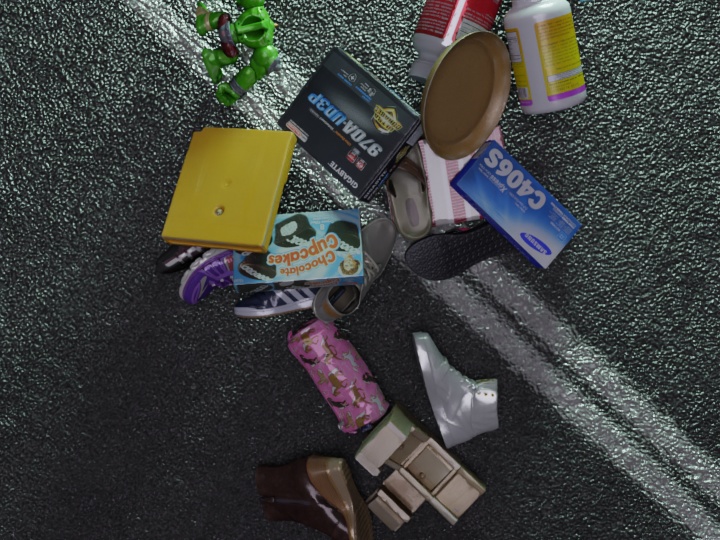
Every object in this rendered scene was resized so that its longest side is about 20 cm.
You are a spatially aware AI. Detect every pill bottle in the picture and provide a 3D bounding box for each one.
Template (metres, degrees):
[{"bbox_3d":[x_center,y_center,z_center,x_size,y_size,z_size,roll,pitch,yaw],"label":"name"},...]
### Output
[{"bbox_3d":[0.148,-0.384,1.568,0.112,0.112,0.201,20,95,1],"label":"pill bottle"},{"bbox_3d":[0.279,-0.348,1.551,0.104,0.104,0.201,-13,106,4],"label":"pill bottle"}]

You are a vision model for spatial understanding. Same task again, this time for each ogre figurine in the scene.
[{"bbox_3d":[-0.194,-0.371,1.594,0.119,0.098,0.201,-10,82,15],"label":"ogre figurine"}]

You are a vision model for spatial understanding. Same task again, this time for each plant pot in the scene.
[{"bbox_3d":[0.156,-0.266,1.533,0.027,0.200,0.201,28,96,38],"label":"plant pot"}]

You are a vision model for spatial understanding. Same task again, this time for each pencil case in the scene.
[{"bbox_3d":[-0.037,0.167,1.633,0.083,0.086,0.200,-31,92,36],"label":"pencil case"}]

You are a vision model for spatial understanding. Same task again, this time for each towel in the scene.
[{"bbox_3d":[0.140,-0.147,1.632,0.199,0.023,0.145,-9,96,5],"label":"towel"}]

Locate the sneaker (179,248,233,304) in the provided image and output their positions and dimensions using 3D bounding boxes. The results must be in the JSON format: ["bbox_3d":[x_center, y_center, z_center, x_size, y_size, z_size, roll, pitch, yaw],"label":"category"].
[{"bbox_3d":[-0.202,-0.003,1.619,0.200,0.081,0.084,-34,75,4],"label":"sneaker"}]

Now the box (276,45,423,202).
[{"bbox_3d":[-0.013,-0.229,1.577,0.200,0.046,0.159,44,103,21],"label":"box"}]

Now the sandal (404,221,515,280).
[{"bbox_3d":[0.165,-0.037,1.631,0.199,0.045,0.075,-17,106,-11],"label":"sandal"}]

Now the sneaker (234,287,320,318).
[{"bbox_3d":[-0.112,0.011,1.629,0.199,0.070,0.109,-11,98,-3],"label":"sneaker"}]

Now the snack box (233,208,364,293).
[{"bbox_3d":[-0.096,-0.030,1.559,0.199,0.037,0.117,-4,66,1],"label":"snack box"}]

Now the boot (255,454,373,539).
[{"bbox_3d":[-0.075,0.400,1.661,0.166,0.072,0.201,-13,98,25],"label":"boot"}]

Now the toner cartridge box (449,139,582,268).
[{"bbox_3d":[0.246,-0.104,1.596,0.200,0.043,0.095,42,86,-10],"label":"toner cartridge box"}]

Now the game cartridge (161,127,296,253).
[{"bbox_3d":[-0.203,-0.129,1.575,0.176,0.032,0.201,6,67,19],"label":"game cartridge"}]

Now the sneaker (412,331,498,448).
[{"bbox_3d":[0.160,0.177,1.633,0.115,0.074,0.201,-19,102,2],"label":"sneaker"}]

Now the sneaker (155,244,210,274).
[{"bbox_3d":[-0.263,-0.086,1.637,0.200,0.076,0.116,-32,85,-4],"label":"sneaker"}]

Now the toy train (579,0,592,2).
[{"bbox_3d":[0.302,-0.513,1.583,0.150,0.056,0.201,-10,97,2],"label":"toy train"}]

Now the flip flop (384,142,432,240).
[{"bbox_3d":[0.065,-0.144,1.596,0.081,0.058,0.201,-14,93,6],"label":"flip flop"}]

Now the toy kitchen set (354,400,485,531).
[{"bbox_3d":[0.070,0.345,1.589,0.200,0.180,0.163,43,96,3],"label":"toy kitchen set"}]

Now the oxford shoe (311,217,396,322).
[{"bbox_3d":[0.000,0.000,1.593,0.075,0.058,0.200,44,70,-19],"label":"oxford shoe"}]
